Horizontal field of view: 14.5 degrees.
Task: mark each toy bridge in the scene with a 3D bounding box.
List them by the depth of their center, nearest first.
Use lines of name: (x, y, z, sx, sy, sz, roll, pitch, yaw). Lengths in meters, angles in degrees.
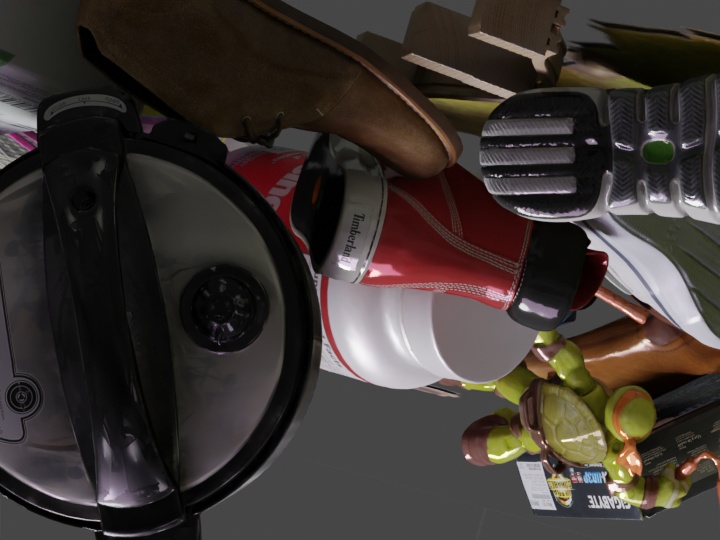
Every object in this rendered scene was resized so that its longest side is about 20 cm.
toy bridge: (0.052, -0.095, 1.258, 0.067, 0.027, 0.200, 19, 172, -15)

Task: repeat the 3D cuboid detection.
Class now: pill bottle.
pill bottle: (0.000, 0.000, 1.502, 0.199, 0.113, 0.112, 13, 172, 46)

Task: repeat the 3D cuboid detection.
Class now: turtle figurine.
turtle figurine: (0.114, 0.084, 1.547, 0.161, 0.064, 0.200, 1, 132, 54)

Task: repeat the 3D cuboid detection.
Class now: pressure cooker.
pressure cooker: (-0.103, 0.024, 1.242, 0.176, 0.179, 0.200, 38, 179, 1)

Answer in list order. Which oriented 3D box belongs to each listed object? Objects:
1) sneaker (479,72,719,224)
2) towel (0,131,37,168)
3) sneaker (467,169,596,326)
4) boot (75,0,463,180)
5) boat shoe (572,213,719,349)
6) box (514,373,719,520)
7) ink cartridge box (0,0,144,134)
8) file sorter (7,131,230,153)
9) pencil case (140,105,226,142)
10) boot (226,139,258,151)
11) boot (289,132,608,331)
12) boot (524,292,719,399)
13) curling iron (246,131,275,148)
sneaker: (0.160, -0.055, 1.233, 0.199, 0.076, 0.115, 6, -173, 19)
towel: (-0.225, -0.096, 1.758, 0.199, 0.035, 0.193, 16, 168, 15)
sneaker: (0.096, -0.009, 1.605, 0.084, 0.076, 0.200, -2, 167, 1)
boot: (-0.042, -0.082, 1.261, 0.199, 0.076, 0.073, 31, 165, -27)
boat shoe: (0.146, -0.025, 1.416, 0.066, 0.074, 0.200, 17, 161, 40)
box: (0.210, 0.091, 1.692, 0.199, 0.046, 0.159, -22, -176, -20)
ink cartridge box: (-0.194, -0.126, 1.327, 0.146, 0.084, 0.200, 21, 169, -28)
file sorter: (-0.179, -0.014, 1.563, 0.125, 0.201, 0.139, 29, 175, 17)
pencil case: (-0.142, -0.031, 1.425, 0.087, 0.201, 0.087, 33, 169, 7)
boot: (-0.022, -0.027, 1.659, 0.199, 0.073, 0.090, 29, -178, 21)
boot: (0.044, -0.028, 1.383, 0.143, 0.073, 0.200, 15, -162, -12)
boot: (0.158, 0.025, 1.584, 0.187, 0.069, 0.199, 7, 165, -38)
curling iron: (-0.046, -0.090, 1.462, 0.049, 0.026, 0.200, 22, 171, -14)
